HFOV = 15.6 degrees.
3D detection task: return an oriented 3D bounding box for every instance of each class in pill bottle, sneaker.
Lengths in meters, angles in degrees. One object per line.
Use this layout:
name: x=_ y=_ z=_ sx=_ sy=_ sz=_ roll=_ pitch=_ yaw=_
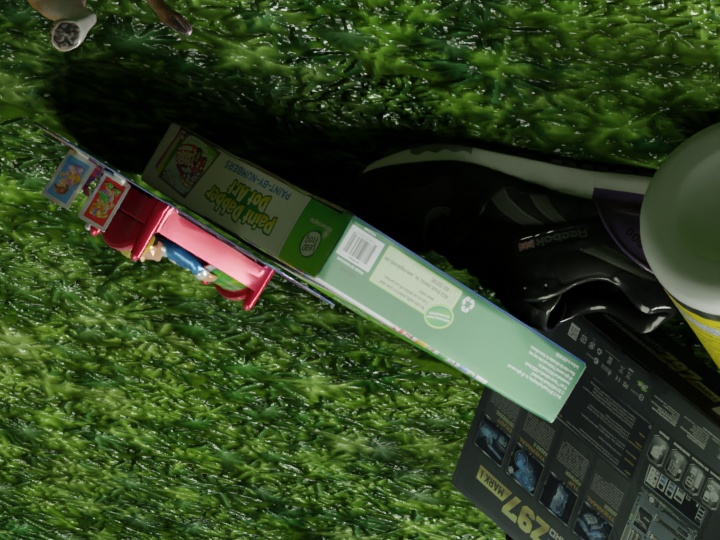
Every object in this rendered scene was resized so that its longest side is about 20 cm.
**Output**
pill bottle: x=0.233 y=0.010 z=1.427 sx=0.112 sy=0.113 sz=0.200 roll=-2 pitch=152 yaw=26
sneaker: x=0.086 y=-0.014 z=1.466 sx=0.198 sy=0.088 sz=0.076 roll=6 pitch=155 yaw=11

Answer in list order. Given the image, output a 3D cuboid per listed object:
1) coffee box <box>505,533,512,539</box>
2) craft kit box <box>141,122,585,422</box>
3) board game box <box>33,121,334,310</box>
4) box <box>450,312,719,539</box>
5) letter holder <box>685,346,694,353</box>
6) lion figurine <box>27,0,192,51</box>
coffee box: x=0.216 y=0.204 z=1.888 sx=0.199 sy=0.080 sz=0.114 roll=25 pitch=152 yaw=-28
craft kit box: x=0.000 y=0.000 z=1.484 sx=0.200 sy=0.049 sz=0.197 roll=32 pitch=-179 yaw=-37
board game box: x=-0.109 y=-0.016 z=1.491 sx=0.199 sy=0.039 sz=0.158 roll=32 pitch=179 yaw=6
box: x=0.152 y=0.114 z=1.540 sx=0.051 sy=0.159 sz=0.200 roll=-8 pitch=-144 yaw=-41
letter holder: x=0.191 y=0.147 z=1.632 sx=0.100 sy=0.201 sz=0.142 roll=8 pitch=155 yaw=6
lion figurine: x=-0.189 y=-0.155 z=1.299 sx=0.199 sy=0.073 sz=0.122 roll=16 pitch=-170 yaw=-26
